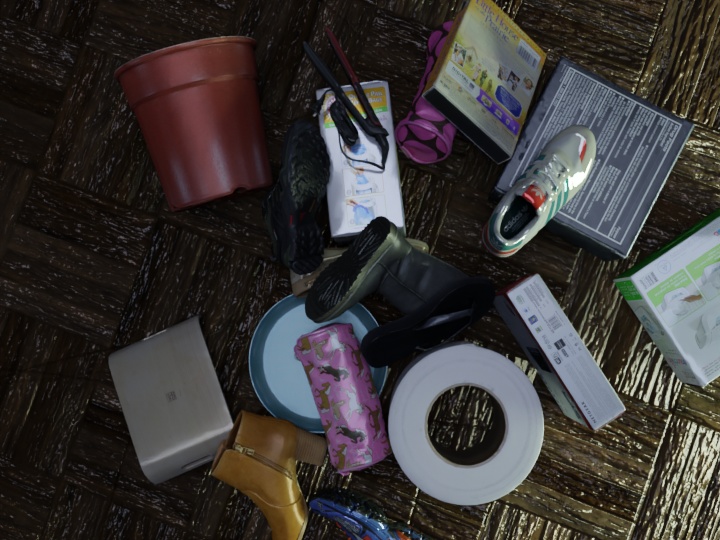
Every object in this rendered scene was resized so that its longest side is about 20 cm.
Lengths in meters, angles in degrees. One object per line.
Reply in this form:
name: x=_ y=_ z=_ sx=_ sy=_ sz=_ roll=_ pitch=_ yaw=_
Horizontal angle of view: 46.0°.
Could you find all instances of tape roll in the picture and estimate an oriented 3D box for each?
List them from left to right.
tape roll: x=0.136 y=0.200 z=1.141 sx=0.200 sy=0.139 sz=0.206 roll=0 pitch=87 yaw=3

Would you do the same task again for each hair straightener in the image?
hair straightener: x=-0.026 y=-0.216 z=1.117 sx=0.076 sy=0.041 sz=0.202 roll=-29 pitch=86 yaw=1

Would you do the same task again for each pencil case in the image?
pencil case: x=-0.023 y=0.173 z=1.152 sx=0.086 sy=0.082 sz=0.202 roll=-23 pitch=85 yaw=45
pencil case: x=0.105 y=-0.239 z=1.155 sx=0.091 sy=0.093 sz=0.202 roll=44 pitch=52 yaw=-32

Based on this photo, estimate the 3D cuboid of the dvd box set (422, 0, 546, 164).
dvd box set: x=0.169 y=-0.262 z=1.128 sx=0.146 sy=0.029 sz=0.202 roll=36 pitch=57 yaw=-22

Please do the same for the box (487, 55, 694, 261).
box: x=0.308 y=-0.146 z=1.161 sx=0.197 sy=0.123 sz=0.202 roll=28 pitch=90 yaw=5

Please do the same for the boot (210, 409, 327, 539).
boot: x=-0.138 y=0.300 z=1.159 sx=0.142 sy=0.071 sz=0.204 roll=18 pitch=86 yaw=-18

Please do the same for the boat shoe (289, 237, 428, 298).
boat shoe: x=0.000 y=0.000 z=1.185 sx=0.197 sy=0.071 sz=0.065 roll=-9 pitch=70 yaw=4

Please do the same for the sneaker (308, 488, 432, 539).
sneaker: x=0.012 y=0.371 z=1.171 sx=0.199 sy=0.075 sz=0.079 roll=30 pitch=92 yaw=5

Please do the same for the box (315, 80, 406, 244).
box: x=0.003 y=-0.146 z=1.179 sx=0.100 sy=0.112 sz=0.203 roll=-7 pitch=86 yaw=4

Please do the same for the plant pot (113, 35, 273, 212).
plant pot: x=-0.214 y=-0.192 z=1.161 sx=0.198 sy=0.201 sz=0.198 roll=-14 pitch=94 yaw=2

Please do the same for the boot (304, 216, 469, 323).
boot: x=0.045 y=0.038 z=1.147 sx=0.182 sy=0.200 sz=0.073 roll=-44 pitch=44 yaw=10

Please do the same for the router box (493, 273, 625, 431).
router box: x=0.254 y=0.105 z=1.121 sx=0.049 sy=0.180 sz=0.201 roll=-32 pitch=85 yaw=0

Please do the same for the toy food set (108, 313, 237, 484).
toy food set: x=-0.261 y=0.181 z=1.206 sx=0.142 sy=0.060 sz=0.202 roll=-22 pitch=78 yaw=1

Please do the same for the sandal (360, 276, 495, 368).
sandal: x=0.097 y=0.078 z=1.127 sx=0.199 sy=0.043 sz=0.077 roll=-29 pitch=131 yaw=-6

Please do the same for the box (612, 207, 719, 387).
box: x=0.485 y=0.029 z=1.157 sx=0.199 sy=0.097 sz=0.177 roll=-34 pitch=87 yaw=0

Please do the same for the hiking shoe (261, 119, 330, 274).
hiking shoe: x=-0.098 y=-0.100 z=1.130 sx=0.100 sy=0.075 sz=0.203 roll=15 pitch=106 yaw=43

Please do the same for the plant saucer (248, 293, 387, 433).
plant saucer: x=-0.060 y=0.128 z=1.209 sx=0.197 sy=0.027 sz=0.203 roll=0 pitch=86 yaw=2

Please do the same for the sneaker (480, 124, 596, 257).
sneaker: x=0.229 y=-0.099 z=1.057 sx=0.070 sy=0.093 sz=0.200 roll=41 pitch=93 yaw=3
